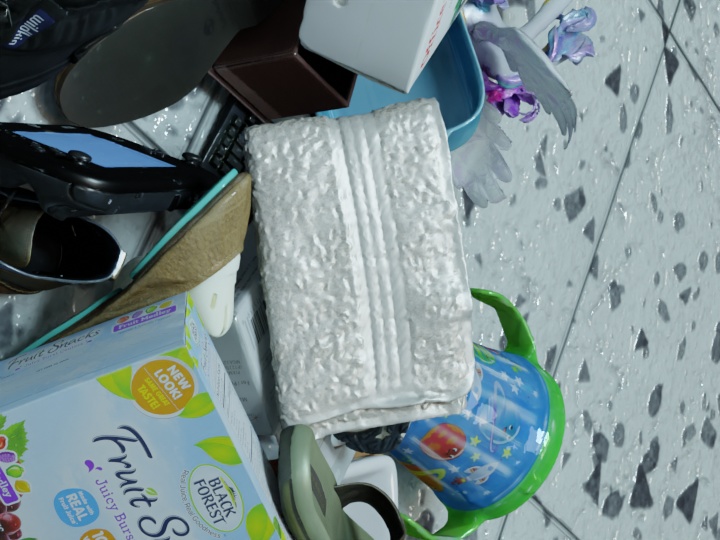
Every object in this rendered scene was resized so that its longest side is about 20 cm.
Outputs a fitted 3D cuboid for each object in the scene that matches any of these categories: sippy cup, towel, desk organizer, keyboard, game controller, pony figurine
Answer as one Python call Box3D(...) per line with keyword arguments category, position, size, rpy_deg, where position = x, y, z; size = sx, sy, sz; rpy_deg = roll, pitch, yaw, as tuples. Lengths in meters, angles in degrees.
Box3D(category="sippy cup", position=(0.069, 0.109, 1.227), size=(0.130, 0.139, 0.179), rpy_deg=(33, 35, -35))
Box3D(category="towel", position=(0.000, 0.000, 0.987), size=(0.131, 0.034, 0.203), rpy_deg=(-9, 93, -10))
Box3D(category="desk organizer", position=(-0.032, -0.209, 1.103), size=(0.072, 0.076, 0.202), rpy_deg=(40, 56, -44))
Box3D(category="keyboard", position=(-0.037, -0.067, 1.165), size=(0.200, 0.020, 0.128), rpy_deg=(45, 59, -43))
Box3D(category="game controller", position=(-0.156, -0.062, 0.915), size=(0.042, 0.104, 0.200), rpy_deg=(-62, 169, 10))
Box3D(category="pony figurine", position=(0.106, -0.174, 1.256), size=(0.194, 0.166, 0.200), rpy_deg=(51, 51, 2))

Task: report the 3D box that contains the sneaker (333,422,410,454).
Box3D(category="sneaker", position=(0.006, 0.021, 1.059), size=(0.086, 0.077, 0.202), rpy_deg=(-31, 114, -69))

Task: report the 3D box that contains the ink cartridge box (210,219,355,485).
Box3D(category="ink cartridge box", position=(-0.043, 0.054, 1.082), size=(0.200, 0.043, 0.175), rpy_deg=(-60, 140, -55))

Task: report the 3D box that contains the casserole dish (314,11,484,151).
Box3D(category="casserole dish", position=(0.021, -0.143, 1.126), size=(0.039, 0.120, 0.201), rpy_deg=(72, 2, -52))

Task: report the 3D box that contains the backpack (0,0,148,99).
Box3D(category="backpack", position=(-0.206, -0.172, 0.832), size=(0.199, 0.182, 0.148), rpy_deg=(-25, 90, -57))

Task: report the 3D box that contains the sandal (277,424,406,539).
Box3D(category="sandal", position=(-0.002, 0.166, 0.997), size=(0.202, 0.057, 0.080), rpy_deg=(66, 12, -51))

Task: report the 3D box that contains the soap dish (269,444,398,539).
Box3D(category="soap dish", position=(-0.044, 0.227, 1.123), size=(0.157, 0.081, 0.203), rpy_deg=(-5, 95, -50))

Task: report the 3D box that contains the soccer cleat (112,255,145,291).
Box3D(category="soccer cleat", position=(-0.130, 0.092, 1.017), size=(0.078, 0.069, 0.202), rpy_deg=(-36, 123, -63))

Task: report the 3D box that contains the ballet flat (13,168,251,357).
Box3D(category="ballet flat", position=(-0.123, 0.027, 0.946), size=(0.073, 0.200, 0.068), rpy_deg=(50, 9, -2))

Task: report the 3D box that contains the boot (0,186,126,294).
Box3D(category="boot", position=(-0.222, -0.041, 0.881), size=(0.199, 0.096, 0.076), rpy_deg=(31, 69, -47))

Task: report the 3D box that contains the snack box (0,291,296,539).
Box3D(category="snack box", position=(-0.139, 0.134, 0.934), size=(0.068, 0.167, 0.201), rpy_deg=(-101, 171, -60))

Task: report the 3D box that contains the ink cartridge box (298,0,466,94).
Box3D(category="ink cartridge box", position=(0.047, -0.235, 1.023), size=(0.201, 0.084, 0.147), rpy_deg=(-59, 172, -37))

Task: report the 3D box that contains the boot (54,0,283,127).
Box3D(category="boot", position=(-0.129, -0.166, 1.022), size=(0.200, 0.075, 0.074), rpy_deg=(-42, 144, -24))
